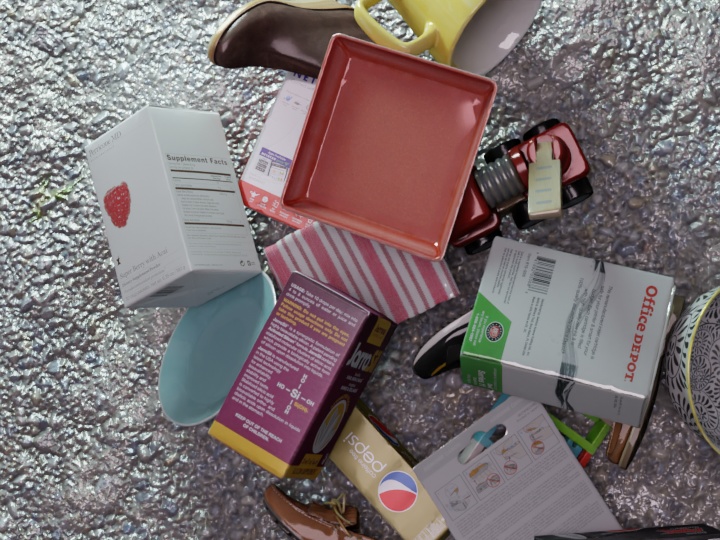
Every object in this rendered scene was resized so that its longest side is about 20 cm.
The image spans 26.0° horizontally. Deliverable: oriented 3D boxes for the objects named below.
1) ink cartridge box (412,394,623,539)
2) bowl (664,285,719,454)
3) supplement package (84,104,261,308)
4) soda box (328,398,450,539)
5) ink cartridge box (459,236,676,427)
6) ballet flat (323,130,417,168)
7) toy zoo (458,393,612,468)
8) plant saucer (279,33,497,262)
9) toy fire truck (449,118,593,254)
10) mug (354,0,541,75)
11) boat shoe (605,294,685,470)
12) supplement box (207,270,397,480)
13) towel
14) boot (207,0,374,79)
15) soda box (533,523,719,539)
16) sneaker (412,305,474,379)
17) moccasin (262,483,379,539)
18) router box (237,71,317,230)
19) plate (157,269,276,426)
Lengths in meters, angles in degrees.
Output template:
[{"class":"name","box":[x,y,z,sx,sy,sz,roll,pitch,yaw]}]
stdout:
[{"class":"ink cartridge box","box":[0.168,0.248,1.683,0.162,0.057,0.201,-35,94,-9]},{"class":"bowl","box":[0.386,0.100,1.654,0.094,0.199,0.203,3,84,57]},{"class":"supplement package","box":[-0.216,-0.071,1.786,0.121,0.119,0.202,-27,73,36]},{"class":"soda box","box":[0.028,0.226,1.756,0.064,0.068,0.200,-44,77,6]},{"class":"ink cartridge box","box":[0.218,0.064,1.638,0.198,0.083,0.148,14,65,12]},{"class":"ballet flat","box":[0.036,-0.149,1.735,0.198,0.076,0.065,-13,75,9]},{"class":"toy zoo","box":[0.176,0.211,1.704,0.131,0.020,0.201,35,89,-23]},{"class":"plant saucer","box":[0.033,-0.132,1.678,0.199,0.037,0.201,19,94,20]},{"class":"toy fire truck","box":[0.162,-0.086,1.684,0.175,0.200,0.130,-26,80,9]},{"class":"mug","box":[0.093,-0.316,1.739,0.153,0.186,0.150,45,116,21]},{"class":"boat shoe","box":[0.295,0.115,1.707,0.067,0.072,0.202,17,78,13]},{"class":"supplement box","box":[-0.060,0.116,1.688,0.103,0.131,0.201,28,91,18]},{"class":"towel","box":[0.000,0.000,1.760,0.199,0.030,0.147,-26,96,25]},{"class":"boot","box":[-0.053,-0.243,1.756,0.166,0.199,0.073,41,138,30]},{"class":"soda box","box":[0.287,0.310,1.650,0.198,0.071,0.064,-2,91,-12]},{"class":"sneaker","box":[0.154,0.080,1.738,0.199,0.070,0.090,-33,76,6]},{"class":"moccasin","box":[-0.019,0.294,1.759,0.200,0.074,0.078,28,86,15]},{"class":"router box","box":[-0.024,-0.123,1.808,0.199,0.049,0.181,24,91,14]},{"class":"plate","box":[-0.158,0.090,1.784,0.199,0.026,0.201,-30,42,32]}]
